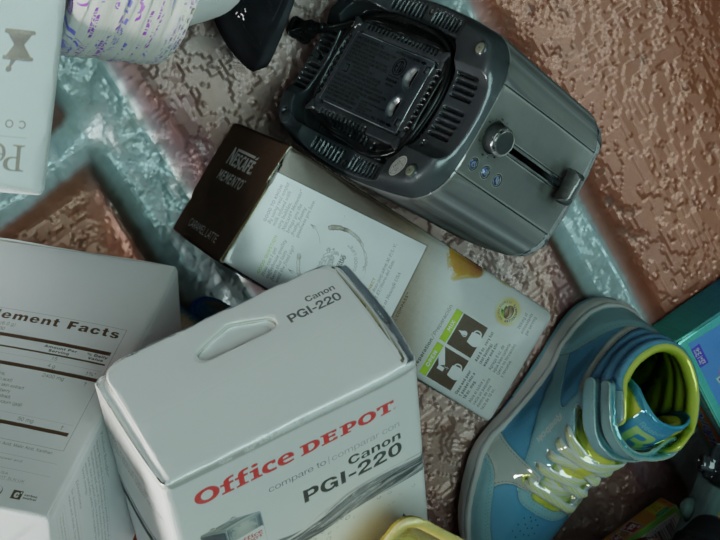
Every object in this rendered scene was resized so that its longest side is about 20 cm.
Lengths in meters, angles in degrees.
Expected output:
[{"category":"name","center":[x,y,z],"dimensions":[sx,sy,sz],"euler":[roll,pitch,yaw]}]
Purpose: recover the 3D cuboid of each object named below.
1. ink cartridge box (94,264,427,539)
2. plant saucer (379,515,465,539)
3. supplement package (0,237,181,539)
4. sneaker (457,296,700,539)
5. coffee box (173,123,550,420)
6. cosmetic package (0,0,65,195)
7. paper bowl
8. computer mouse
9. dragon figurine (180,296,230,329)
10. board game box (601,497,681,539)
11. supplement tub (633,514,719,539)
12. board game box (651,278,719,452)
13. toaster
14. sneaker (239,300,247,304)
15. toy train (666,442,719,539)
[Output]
[{"category":"ink cartridge box","center":[-0.045,0.110,1.064],"dimensions":[0.146,0.085,0.200],"euler":[-26,140,-16]},{"category":"plant saucer","center":[0.041,0.229,1.107],"dimensions":[0.200,0.048,0.200],"euler":[29,110,-25]},{"category":"supplement package","center":[-0.180,0.093,1.084],"dimensions":[0.120,0.200,0.121],"euler":[9,129,11]},{"category":"sneaker","center":[0.141,0.116,1.290],"dimensions":[0.080,0.131,0.200],"euler":[27,90,-24]},{"category":"coffee box","center":[0.000,0.000,1.225],"dimensions":[0.200,0.114,0.080],"euler":[32,88,-23]},{"category":"cosmetic package","center":[-0.252,-0.154,1.074],"dimensions":[0.167,0.166,0.200],"euler":[4,100,-21]},{"category":"paper bowl","center":[-0.112,-0.212,1.096],"dimensions":[0.104,0.201,0.201],"euler":[3,99,-20]},{"category":"computer mouse","center":[-0.047,-0.215,1.175],"dimensions":[0.053,0.139,0.200],"euler":[18,107,-9]},{"category":"dragon figurine","center":[-0.083,0.053,1.232],"dimensions":[0.200,0.099,0.059],"euler":[32,87,-47]},{"category":"board game box","center":[0.151,0.249,1.375],"dimensions":[0.200,0.030,0.096],"euler":[-34,109,-15]},{"category":"supplement tub","center":[0.163,0.235,1.235],"dimensions":[0.200,0.107,0.107],"euler":[-38,111,-23]},{"category":"board game box","center":[0.314,0.051,1.389],"dimensions":[0.200,0.045,0.152],"euler":[-33,110,-12]},{"category":"toaster","center":[0.046,-0.086,1.199],"dimensions":[0.129,0.200,0.114],"euler":[31,88,-40]},{"category":"sneaker","center":[-0.035,0.080,1.178],"dimensions":[0.072,0.072,0.200],"euler":[9,141,11]},{"category":"toy train","center":[0.248,0.206,1.339],"dimensions":[0.114,0.085,0.200],"euler":[20,99,-8]}]
